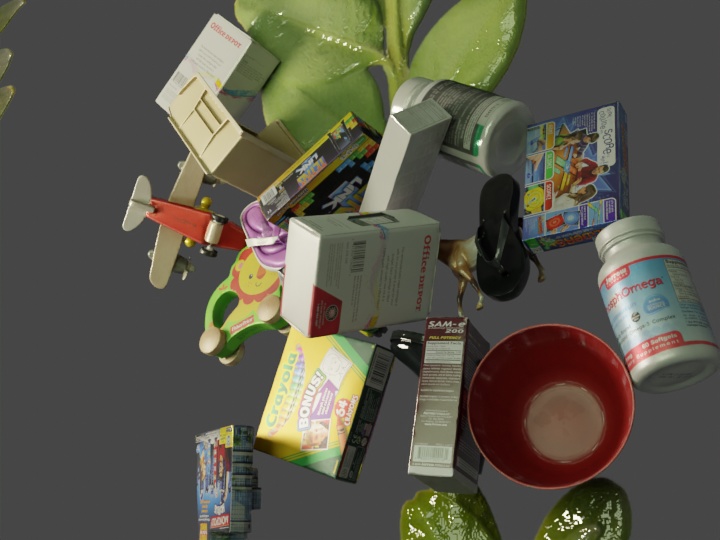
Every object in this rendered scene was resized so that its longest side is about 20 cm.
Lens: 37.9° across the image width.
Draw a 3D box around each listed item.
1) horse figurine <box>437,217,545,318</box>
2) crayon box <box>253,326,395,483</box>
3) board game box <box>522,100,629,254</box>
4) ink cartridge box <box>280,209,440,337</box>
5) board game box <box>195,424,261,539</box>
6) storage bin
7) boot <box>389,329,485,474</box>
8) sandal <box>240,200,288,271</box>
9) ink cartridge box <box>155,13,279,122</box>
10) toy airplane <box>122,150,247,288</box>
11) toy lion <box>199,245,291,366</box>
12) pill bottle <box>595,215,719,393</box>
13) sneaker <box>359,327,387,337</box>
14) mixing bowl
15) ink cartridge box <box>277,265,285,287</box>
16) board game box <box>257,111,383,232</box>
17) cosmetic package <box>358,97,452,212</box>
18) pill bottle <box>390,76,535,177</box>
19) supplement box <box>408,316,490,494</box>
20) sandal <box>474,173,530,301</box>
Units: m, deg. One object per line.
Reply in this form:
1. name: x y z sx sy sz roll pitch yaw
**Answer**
1. horse figurine: 0.177 -0.018 1.465 0.200 0.050 0.133 -32 60 25
2. crayon box: -0.055 0.193 1.553 0.172 0.058 0.200 10 79 40
3. board game box: 0.287 -0.125 1.396 0.135 0.034 0.200 -12 52 29
4. ink cartridge box: 0.000 0.000 1.434 0.086 0.200 0.148 30 119 48
5. board game box: -0.195 0.338 1.560 0.200 0.062 0.200 153 119 -63
6. storage bin: -0.192 -0.210 1.731 0.094 0.200 0.199 -49 50 15
7. boot: 0.099 0.180 1.426 0.200 0.076 0.168 15 78 34
8. sandal: -0.153 -0.059 1.692 0.082 0.050 0.203 -46 39 -1
9. ink cartridge box: -0.261 -0.345 1.914 0.200 0.086 0.148 -53 49 7
10. toy airplane: -0.306 -0.091 1.811 0.200 0.141 0.199 -26 90 12
11. toy lion: -0.173 0.033 1.714 0.200 0.069 0.192 -29 50 25
12. pill bottle: 0.351 0.038 1.266 0.109 0.109 0.200 -28 57 26
13. sneaker: -0.037 0.025 1.590 0.200 0.085 0.078 33 94 42
14. mixing bowl: 0.241 0.175 1.284 0.200 0.108 0.200 -8 67 20
15. ink cartridge box: -0.014 -0.015 1.549 0.200 0.039 0.099 -32 44 -21
16. board game box: -0.029 -0.126 1.591 0.200 0.165 0.057 -41 51 18
17. cosmetic package: 0.061 -0.149 1.509 0.051 0.082 0.200 48 143 24
18. pill bottle: 0.145 -0.214 1.527 0.200 0.113 0.113 27 90 40
19. supplement box: 0.114 0.169 1.315 0.061 0.109 0.200 -1 67 23
20. sandal: 0.180 -0.046 1.406 0.076 0.043 0.200 -26 48 32
